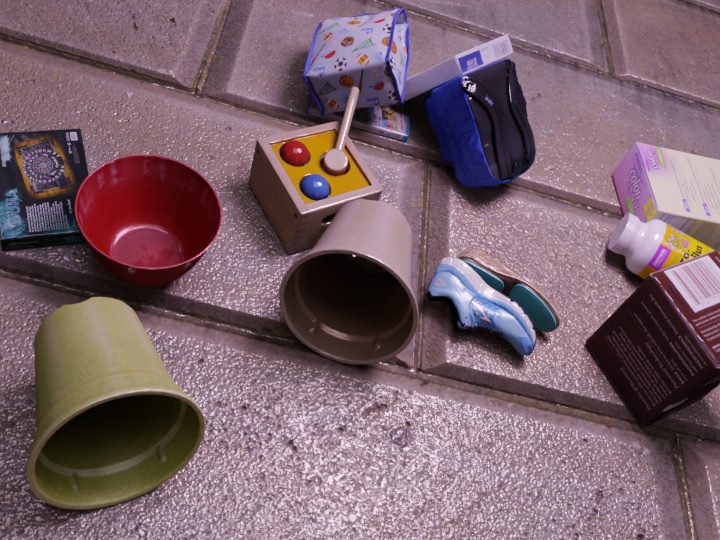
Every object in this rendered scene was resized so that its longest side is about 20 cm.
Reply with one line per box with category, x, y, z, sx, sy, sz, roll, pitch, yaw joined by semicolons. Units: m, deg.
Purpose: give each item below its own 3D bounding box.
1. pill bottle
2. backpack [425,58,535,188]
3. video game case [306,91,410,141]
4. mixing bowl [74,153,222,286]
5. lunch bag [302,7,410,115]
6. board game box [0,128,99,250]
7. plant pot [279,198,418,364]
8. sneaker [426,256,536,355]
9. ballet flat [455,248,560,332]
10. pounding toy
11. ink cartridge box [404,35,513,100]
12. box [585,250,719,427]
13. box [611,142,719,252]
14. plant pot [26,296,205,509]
pill bottle;0.549;-0.022;1.358;0.197;0.105;0.105;29;50;4
backpack;0.223;-0.255;1.381;0.161;0.167;0.204;-27;99;-29
video game case;0.000;-0.325;1.444;0.195;0.018;0.145;14;51;-9
mixing bowl;-0.302;-0.053;1.078;0.195;0.109;0.204;10;51;-13
lunch bag;0.001;-0.388;1.369;0.166;0.125;0.204;-5;54;16
board game box;-0.470;-0.125;1.123;0.132;0.028;0.203;-7;58;-23
plant pot;0.000;0.000;1.111;0.197;0.203;0.185;22;38;-2
sneaker;0.186;0.073;1.196;0.199;0.079;0.090;38;75;7
ballet flat;0.246;0.024;1.244;0.198;0.071;0.065;35;40;4
pounding toy;-0.059;-0.166;1.224;0.197;0.143;0.186;-19;63;-29
ink cartridge box;0.161;-0.376;1.439;0.198;0.198;0.041;-33;105;-42
box;0.497;0.106;1.183;0.163;0.201;0.166;-16;61;-28
box;0.613;-0.135;1.470;0.195;0.097;0.179;9;53;-14
plant pot;-0.305;0.141;0.898;0.196;0.203;0.185;-12;48;-26
